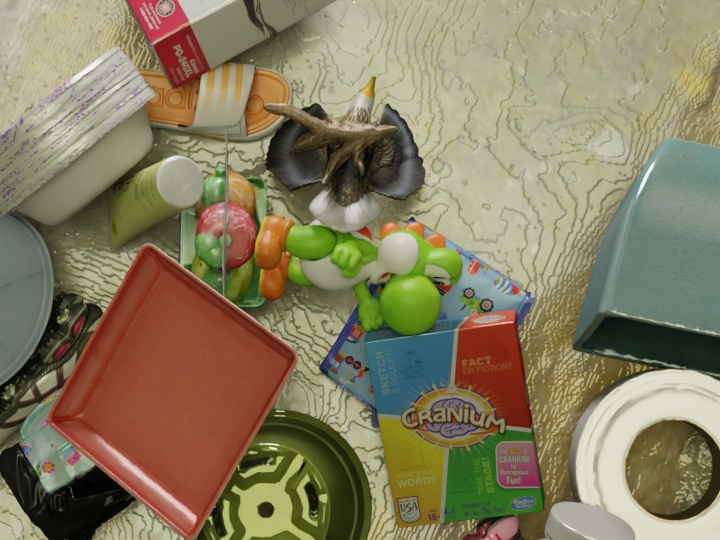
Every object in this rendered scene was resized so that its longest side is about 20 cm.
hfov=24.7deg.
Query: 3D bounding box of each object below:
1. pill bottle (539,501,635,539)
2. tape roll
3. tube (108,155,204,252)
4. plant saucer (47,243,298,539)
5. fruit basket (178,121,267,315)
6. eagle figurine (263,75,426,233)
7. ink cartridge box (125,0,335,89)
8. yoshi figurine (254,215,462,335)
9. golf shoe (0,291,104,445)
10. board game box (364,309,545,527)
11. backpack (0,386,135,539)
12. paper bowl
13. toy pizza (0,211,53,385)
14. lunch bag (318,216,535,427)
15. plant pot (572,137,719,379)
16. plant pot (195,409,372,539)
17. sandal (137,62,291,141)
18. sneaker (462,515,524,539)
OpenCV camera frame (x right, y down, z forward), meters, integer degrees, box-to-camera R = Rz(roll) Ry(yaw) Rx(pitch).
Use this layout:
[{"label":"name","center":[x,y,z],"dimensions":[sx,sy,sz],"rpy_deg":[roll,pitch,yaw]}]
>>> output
[{"label":"pill bottle","center":[0.197,0.333,1.588],"dimensions":[0.111,0.112,0.202],"rpy_deg":[15,104,2]},{"label":"tape roll","center":[0.312,0.198,1.650],"dimensions":[0.200,0.071,0.205],"rpy_deg":[0,86,2]},{"label":"tube","center":[-0.217,-0.069,1.639],"dimensions":[0.052,0.200,0.058],"rpy_deg":[44,65,-16]},{"label":"plant saucer","center":[-0.168,0.110,1.506],"dimensions":[0.199,0.037,0.201],"rpy_deg":[34,99,26]},{"label":"fruit basket","center":[-0.142,-0.036,1.623],"dimensions":[0.093,0.200,0.187],"rpy_deg":[0,83,0]},{"label":"eagle figurine","center":[-0.011,-0.122,1.639],"dimensions":[0.151,0.200,0.152],"rpy_deg":[-38,88,-4]},{"label":"ink cartridge box","center":[-0.142,-0.302,1.692],"dimensions":[0.199,0.084,0.146],"rpy_deg":[-28,56,-4]},{"label":"yoshi figurine","center":[-0.002,0.011,1.588],"dimensions":[0.198,0.112,0.113],"rpy_deg":[5,106,5]},{"label":"golf shoe","center":[-0.319,0.120,1.663],"dimensions":[0.088,0.077,0.200],"rpy_deg":[35,104,-30]},{"label":"board game box","center":[0.094,0.149,1.629],"dimensions":[0.152,0.040,0.202],"rpy_deg":[-8,105,10]},{"label":"backpack","center":[-0.252,0.169,1.622],"dimensions":[0.199,0.167,0.127],"rpy_deg":[-35,79,-11]},{"label":"paper bowl","center":[-0.287,-0.123,1.635],"dimensions":[0.200,0.201,0.105],"rpy_deg":[-41,100,-5]},{"label":"toy pizza","center":[-0.392,0.033,1.673],"dimensions":[0.198,0.032,0.202],"rpy_deg":[-7,72,23]},{"label":"lunch bag","center":[0.062,0.071,1.676],"dimensions":[0.150,0.094,0.201],"rpy_deg":[32,95,1]},{"label":"plant pot","center":[0.332,-0.015,1.632],"dimensions":[0.194,0.196,0.202],"rpy_deg":[10,77,1]},{"label":"plant pot","center":[-0.086,0.231,1.593],"dimensions":[0.198,0.190,0.202],"rpy_deg":[0,82,-1]},{"label":"sandal","center":[-0.175,-0.180,1.712],"dimensions":[0.205,0.059,0.080],"rpy_deg":[1,83,0]},{"label":"sneaker","center":[0.101,0.336,1.643],"dimensions":[0.200,0.079,0.096],"rpy_deg":[-39,96,-4]}]
